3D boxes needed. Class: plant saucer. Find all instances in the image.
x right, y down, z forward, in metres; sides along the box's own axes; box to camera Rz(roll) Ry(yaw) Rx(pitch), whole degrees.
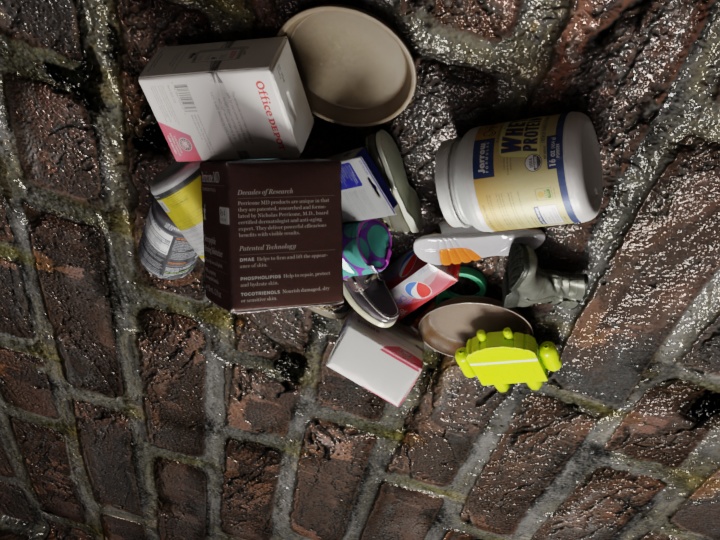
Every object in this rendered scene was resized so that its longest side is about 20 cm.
[{"bbox_3d":[0.199,0.097,1.609,0.198,0.032,0.201,4,147,3],"label":"plant saucer"},{"bbox_3d":[-0.019,-0.277,1.246,0.198,0.030,0.201,11,143,8],"label":"plant saucer"}]

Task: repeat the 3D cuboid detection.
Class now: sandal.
[{"bbox_3d":[0.180,-0.055,1.430,0.205,0.060,0.079,-5,151,-7],"label":"sandal"}]

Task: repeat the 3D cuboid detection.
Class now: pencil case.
[{"bbox_3d":[-0.047,-0.015,1.440,0.199,0.085,0.093,-17,127,36],"label":"pencil case"}]

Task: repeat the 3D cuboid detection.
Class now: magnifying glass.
[{"bbox_3d":[0.148,0.052,1.604,0.079,0.023,0.200,27,140,-13],"label":"magnifying glass"}]

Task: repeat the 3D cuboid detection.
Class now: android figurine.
[{"bbox_3d":[0.256,0.156,1.623,0.181,0.041,0.200,-8,145,22],"label":"android figurine"}]

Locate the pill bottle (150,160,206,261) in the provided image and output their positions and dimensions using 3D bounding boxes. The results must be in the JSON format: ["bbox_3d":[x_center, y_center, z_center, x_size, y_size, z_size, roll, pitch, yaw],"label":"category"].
[{"bbox_3d":[-0.221,-0.080,1.414,0.111,0.112,0.201,-17,118,37],"label":"pill bottle"}]

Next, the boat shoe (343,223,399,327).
[{"bbox_3d":[0.000,0.000,1.500,0.201,0.072,0.065,55,133,12],"label":"boat shoe"}]

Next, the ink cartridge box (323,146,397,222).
[{"bbox_3d":[-0.011,-0.122,1.349,0.100,0.039,0.200,59,155,-16],"label":"ink cartridge box"}]

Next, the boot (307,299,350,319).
[{"bbox_3d":[-0.088,0.007,1.594,0.199,0.074,0.151,21,144,-12],"label":"boot"}]

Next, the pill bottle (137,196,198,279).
[{"bbox_3d":[-0.304,-0.077,1.546,0.106,0.107,0.200,24,142,-9],"label":"pill bottle"}]

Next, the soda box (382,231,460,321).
[{"bbox_3d":[0.084,0.018,1.542,0.063,0.070,0.200,28,142,-20],"label":"soda box"}]

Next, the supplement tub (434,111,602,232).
[{"bbox_3d":[0.213,-0.128,1.245,0.198,0.145,0.145,-5,138,26],"label":"supplement tub"}]

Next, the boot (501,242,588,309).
[{"bbox_3d":[0.292,0.010,1.432,0.129,0.068,0.200,0,161,3],"label":"boot"}]

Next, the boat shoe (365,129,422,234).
[{"bbox_3d":[0.039,-0.126,1.377,0.060,0.073,0.202,-5,142,19],"label":"boat shoe"}]

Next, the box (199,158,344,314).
[{"bbox_3d":[-0.127,-0.055,1.300,0.163,0.202,0.166,-4,-173,-21],"label":"box"}]

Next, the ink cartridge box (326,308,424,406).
[{"bbox_3d":[0.029,0.138,1.594,0.145,0.200,0.085,30,103,0],"label":"ink cartridge box"}]

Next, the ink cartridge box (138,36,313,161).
[{"bbox_3d":[-0.179,-0.231,1.269,0.198,0.083,0.147,1,135,20],"label":"ink cartridge box"}]
